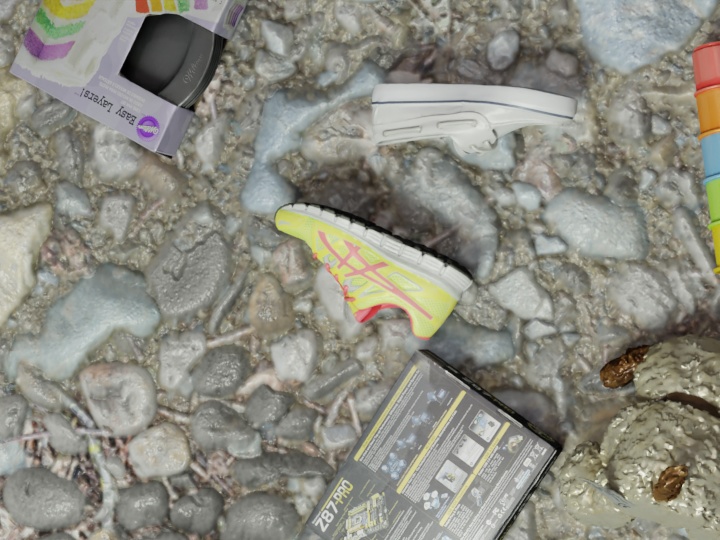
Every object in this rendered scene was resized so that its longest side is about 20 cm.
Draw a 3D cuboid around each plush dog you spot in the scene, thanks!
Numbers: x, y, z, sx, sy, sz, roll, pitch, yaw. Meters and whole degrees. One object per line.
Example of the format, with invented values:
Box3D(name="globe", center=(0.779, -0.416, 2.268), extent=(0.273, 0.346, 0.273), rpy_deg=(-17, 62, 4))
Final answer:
Box3D(name="plush dog", center=(0.276, 0.134, 1.361), extent=(0.198, 0.161, 0.173), rpy_deg=(11, 64, 16))

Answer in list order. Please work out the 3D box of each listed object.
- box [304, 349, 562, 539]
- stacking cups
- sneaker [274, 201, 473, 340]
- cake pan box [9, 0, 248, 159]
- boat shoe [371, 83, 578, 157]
Box3D(name="box", center=(0.066, 0.199, 1.459), extent=(0.161, 0.049, 0.201), rpy_deg=(34, 97, 15))
Box3D(name="stacking cups", center=(0.326, -0.101, 1.389), extent=(0.060, 0.060, 0.202), rpy_deg=(-8, 84, 17))
Box3D(name="sneaker", center=(0.000, 0.000, 1.477), extent=(0.199, 0.078, 0.091), rpy_deg=(26, 97, 17))
Box3D(name="cake pan box", center=(-0.227, -0.233, 1.576), extent=(0.199, 0.052, 0.185), rpy_deg=(30, 98, 17))
Box3D(name="boat shoe", center=(0.104, -0.137, 1.462), extent=(0.199, 0.073, 0.066), rpy_deg=(5, 93, 28))
